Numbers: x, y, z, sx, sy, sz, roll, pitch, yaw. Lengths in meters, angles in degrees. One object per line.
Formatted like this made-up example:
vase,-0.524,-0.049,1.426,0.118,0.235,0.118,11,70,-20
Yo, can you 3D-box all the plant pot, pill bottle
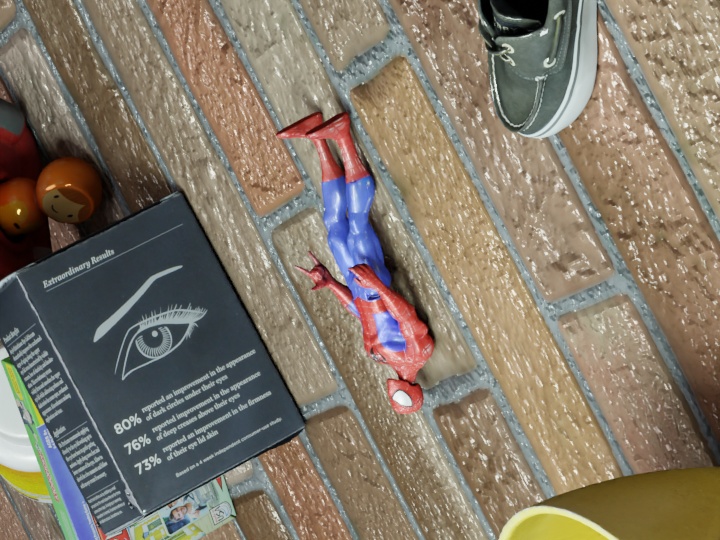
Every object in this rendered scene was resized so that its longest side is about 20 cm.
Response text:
plant pot,0.188,0.183,1.356,0.200,0.142,0.201,43,148,36
pill bottle,-0.257,0.118,2.071,0.110,0.109,0.200,56,172,13

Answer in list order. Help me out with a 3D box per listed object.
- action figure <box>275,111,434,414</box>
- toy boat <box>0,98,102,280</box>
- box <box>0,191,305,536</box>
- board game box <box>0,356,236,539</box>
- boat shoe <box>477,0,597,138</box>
action figure,0.000,0.000,1.634,0.065,0.052,0.201,0,117,56
toy boat,-0.258,-0.048,1.979,0.130,0.130,0.201,25,-128,-63
box,-0.159,0.068,1.865,0.201,0.147,0.104,62,154,3
board game box,-0.184,0.132,1.983,0.029,0.134,0.201,15,127,55
boat shoe,0.088,-0.141,1.332,0.069,0.056,0.201,46,149,29
